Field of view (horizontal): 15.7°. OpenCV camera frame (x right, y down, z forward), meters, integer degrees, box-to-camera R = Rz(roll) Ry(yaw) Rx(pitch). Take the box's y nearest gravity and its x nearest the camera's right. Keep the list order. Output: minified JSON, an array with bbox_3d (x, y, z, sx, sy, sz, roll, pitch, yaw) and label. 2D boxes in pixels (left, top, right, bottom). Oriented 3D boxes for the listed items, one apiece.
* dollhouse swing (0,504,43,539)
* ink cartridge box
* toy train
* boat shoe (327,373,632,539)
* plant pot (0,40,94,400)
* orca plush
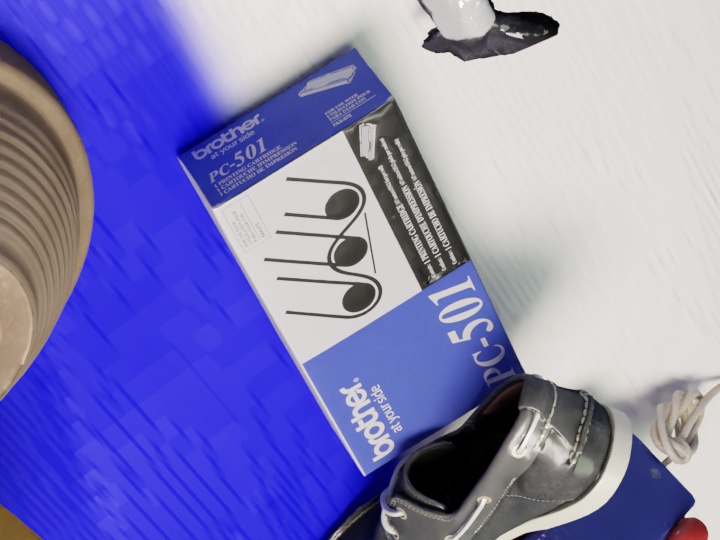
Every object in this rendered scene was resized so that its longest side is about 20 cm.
[{"bbox_3d":[-0.236,0.201,1.123,0.176,0.182,0.200,-26,138,-41],"label":"dollhouse swing"},{"bbox_3d":[0.000,0.000,1.184,0.094,0.044,0.200,-31,136,-4],"label":"ink cartridge box"},{"bbox_3d":[0.120,0.134,1.349,0.200,0.085,0.116,-39,174,-46],"label":"toy train"},{"bbox_3d":[0.040,0.105,1.248,0.068,0.072,0.200,25,139,-30],"label":"boat shoe"},{"bbox_3d":[-0.190,0.006,1.038,0.200,0.093,0.201,-18,133,-20],"label":"plant pot"},{"bbox_3d":[0.044,-0.170,1.059,0.071,0.105,0.200,-58,138,-24],"label":"orca plush"}]
